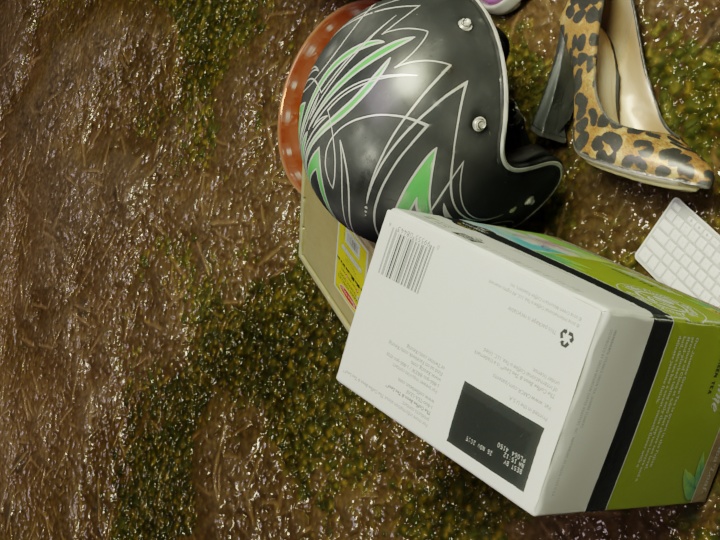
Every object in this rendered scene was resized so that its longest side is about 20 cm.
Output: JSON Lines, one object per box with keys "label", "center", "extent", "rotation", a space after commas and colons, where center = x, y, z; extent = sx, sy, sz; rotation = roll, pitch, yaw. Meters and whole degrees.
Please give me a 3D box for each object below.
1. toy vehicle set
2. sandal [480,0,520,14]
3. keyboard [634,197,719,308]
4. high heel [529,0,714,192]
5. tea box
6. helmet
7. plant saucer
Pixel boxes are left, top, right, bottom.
{"label": "toy vehicle set", "center": [0.000, 0.000, 0.980], "extent": [0.201, 0.026, 0.125], "rotation": [55, 151, 39]}
{"label": "sandal", "center": [0.156, -0.308, 0.938], "extent": [0.083, 0.049, 0.204], "rotation": [47, 114, 42]}
{"label": "keyboard", "center": [0.264, 0.030, 0.769], "extent": [0.057, 0.011, 0.201], "rotation": [-56, 46, 22]}
{"label": "high heel", "center": [0.206, -0.145, 0.826], "extent": [0.200, 0.071, 0.144], "rotation": [40, 116, 54]}
{"label": "tea box", "center": [0.129, 0.058, 0.767], "extent": [0.199, 0.195, 0.135], "rotation": [29, 105, 45]}
{"label": "helmet", "center": [0.046, -0.112, 0.854], "extent": [0.198, 0.190, 0.203], "rotation": [-11, 72, 37]}
{"label": "plant saucer", "center": [-0.006, -0.160, 1.087], "extent": [0.199, 0.032, 0.203], "rotation": [-13, 72, 45]}
